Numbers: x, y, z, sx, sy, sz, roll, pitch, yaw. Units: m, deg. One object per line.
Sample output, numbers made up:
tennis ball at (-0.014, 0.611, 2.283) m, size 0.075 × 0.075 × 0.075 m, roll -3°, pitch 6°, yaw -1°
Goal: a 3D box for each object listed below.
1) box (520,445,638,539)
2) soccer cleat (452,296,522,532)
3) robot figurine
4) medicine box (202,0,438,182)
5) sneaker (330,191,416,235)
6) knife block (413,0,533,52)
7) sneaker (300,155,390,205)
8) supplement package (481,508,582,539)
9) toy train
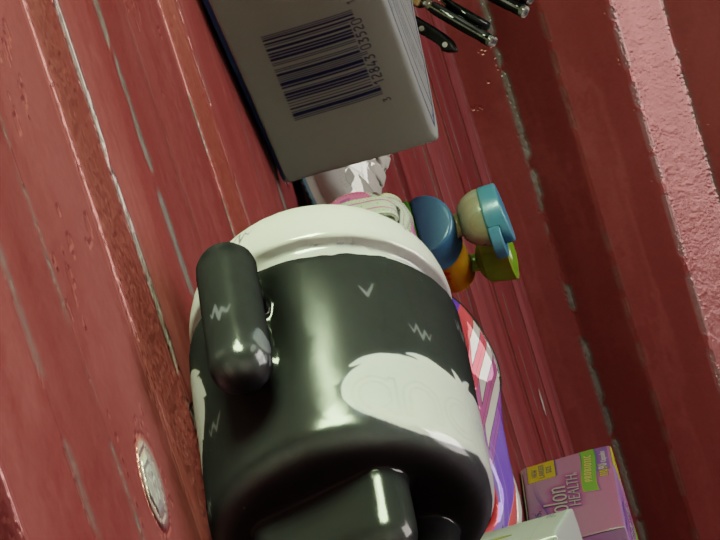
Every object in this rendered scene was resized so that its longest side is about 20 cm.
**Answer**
box at (0.236, 0.308, 2.827) m, size 0.176 × 0.097 × 0.200 m, roll -90°, pitch 162°, yaw -67°
soccer cleat at (0.071, 0.109, 2.070) m, size 0.073 × 0.068 × 0.200 m, roll 23°, pitch 54°, yaw -76°
robot figurine at (-0.012, 0.064, 1.226) m, size 0.150 × 0.125 × 0.200 m, roll 101°, pitch -16°, yaw -46°
medicine box at (-0.035, -0.191, 1.720) m, size 0.182 × 0.103 × 0.200 m, roll 67°, pitch 9°, yaw -48°
sneaker at (0.000, 0.000, 1.701) m, size 0.200 × 0.081 × 0.088 m, roll -120°, pitch -168°, yaw -83°
knife block at (0.041, -0.259, 2.207) m, size 0.064 × 0.175 × 0.200 m, roll -28°, pitch 102°, yaw -84°
sneaker at (-0.007, -0.098, 1.834) m, size 0.077 × 0.081 × 0.200 m, roll 60°, pitch 16°, yaw -70°
supplement package at (0.094, 0.239, 1.734) m, size 0.200 × 0.111 × 0.156 m, roll 5°, pitch 69°, yaw -84°
toy train at (0.060, 0.002, 1.992) m, size 0.200 × 0.116 × 0.085 m, roll 59°, pitch 17°, yaw -66°
